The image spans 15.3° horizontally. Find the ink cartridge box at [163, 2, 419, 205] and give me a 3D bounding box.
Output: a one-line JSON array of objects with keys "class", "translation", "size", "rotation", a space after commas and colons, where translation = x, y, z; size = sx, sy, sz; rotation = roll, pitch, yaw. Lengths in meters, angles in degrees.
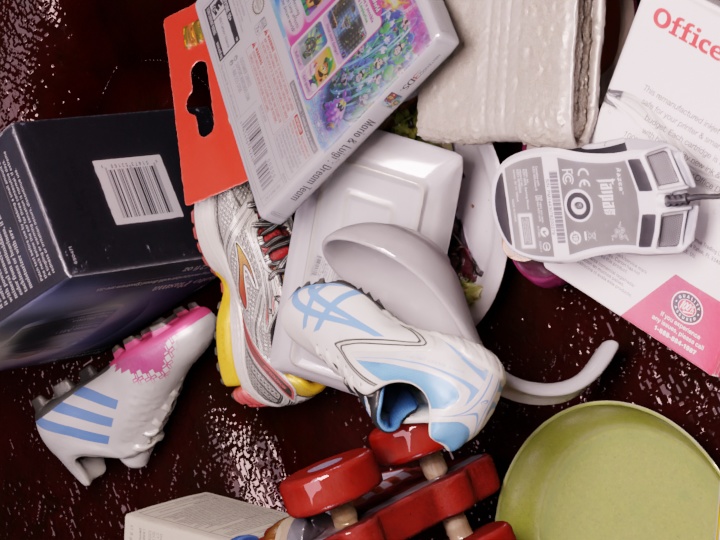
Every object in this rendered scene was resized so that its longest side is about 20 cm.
[{"class": "ink cartridge box", "translation": [-0.059, -0.155, 1.802], "size": [0.199, 0.047, 0.161], "rotation": [-24, 58, 26]}]

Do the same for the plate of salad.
[{"class": "plate of salad", "translation": [0.020, -0.042, 1.796], "size": [0.199, 0.048, 0.201], "rotation": [13, 109, 43]}]

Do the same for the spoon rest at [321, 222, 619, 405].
[{"class": "spoon rest", "translation": [0.063, 0.030, 1.704], "size": [0.199, 0.099, 0.061], "rotation": [27, 71, 1]}]

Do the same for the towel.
[{"class": "towel", "translation": [0.093, -0.176, 1.653], "size": [0.132, 0.034, 0.201], "rotation": [5, 92, 44]}]

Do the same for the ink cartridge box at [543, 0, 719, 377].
[{"class": "ink cartridge box", "translation": [0.215, -0.061, 1.615], "size": [0.145, 0.084, 0.201], "rotation": [34, 117, 33]}]

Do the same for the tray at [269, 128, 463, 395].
[{"class": "tray", "translation": [0.000, 0.000, 1.768], "size": [0.107, 0.022, 0.201], "rotation": [18, 120, 12]}]

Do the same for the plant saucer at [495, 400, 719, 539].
[{"class": "plant saucer", "translation": [0.173, 0.181, 1.714], "size": [0.199, 0.031, 0.201], "rotation": [6, 99, 41]}]

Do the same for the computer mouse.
[{"class": "computer mouse", "translation": [0.167, -0.046, 1.575], "size": [0.199, 0.044, 0.110], "rotation": [1, 103, 37]}]

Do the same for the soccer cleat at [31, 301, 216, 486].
[{"class": "soccer cleat", "translation": [-0.160, 0.093, 1.972], "size": [0.200, 0.070, 0.087], "rotation": [-32, 90, 40]}]

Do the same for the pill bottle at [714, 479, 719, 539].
[{"class": "pill bottle", "translation": [0.264, 0.154, 1.582], "size": [0.109, 0.109, 0.201], "rotation": [12, 103, 39]}]

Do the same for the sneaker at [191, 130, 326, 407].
[{"class": "sneaker", "translation": [-0.058, -0.004, 1.859], "size": [0.082, 0.078, 0.201], "rotation": [1, 107, 46]}]

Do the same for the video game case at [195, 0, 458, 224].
[{"class": "video game case", "translation": [-0.026, -0.160, 1.728], "size": [0.182, 0.024, 0.201], "rotation": [-44, 46, 29]}]

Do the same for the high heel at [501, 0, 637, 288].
[{"class": "high heel", "translation": [0.138, -0.089, 1.712], "size": [0.067, 0.096, 0.201], "rotation": [21, 87, 21]}]

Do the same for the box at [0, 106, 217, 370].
[{"class": "box", "translation": [-0.214, -0.016, 1.911], "size": [0.198, 0.199, 0.124], "rotation": [-31, 76, 39]}]

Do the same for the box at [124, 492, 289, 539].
[{"class": "box", "translation": [-0.066, 0.218, 1.881], "size": [0.199, 0.095, 0.078], "rotation": [11, 104, 40]}]

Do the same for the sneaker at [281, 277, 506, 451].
[{"class": "sneaker", "translation": [0.009, 0.059, 1.697], "size": [0.200, 0.072, 0.073], "rotation": [21, 69, 49]}]

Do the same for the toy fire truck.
[{"class": "toy fire truck", "translation": [-0.006, 0.170, 1.742], "size": [0.168, 0.199, 0.113], "rotation": [-19, 94, 51]}]
